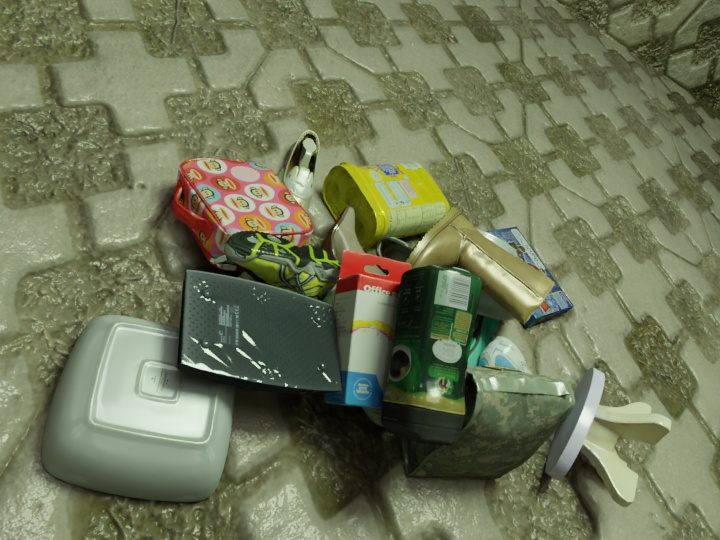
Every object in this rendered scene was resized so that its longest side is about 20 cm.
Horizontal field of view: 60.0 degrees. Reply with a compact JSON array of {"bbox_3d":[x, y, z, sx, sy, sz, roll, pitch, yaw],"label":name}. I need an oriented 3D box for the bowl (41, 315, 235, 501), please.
[{"bbox_3d":[-0.231,0.141,0.693,0.198,0.075,0.202,17,47,-21],"label":"bowl"}]

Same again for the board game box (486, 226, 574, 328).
[{"bbox_3d":[0.312,0.007,1.211,0.134,0.035,0.201,-9,60,-40],"label":"board game box"}]

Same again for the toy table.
[{"bbox_3d":[0.371,0.254,0.949,0.116,0.185,0.201,27,59,12],"label":"toy table"}]

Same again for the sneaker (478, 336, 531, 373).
[{"bbox_3d":[0.249,0.185,0.976,0.200,0.073,0.072,47,-8,-26],"label":"sneaker"}]

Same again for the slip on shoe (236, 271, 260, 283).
[{"bbox_3d":[-0.102,0.088,0.842,0.200,0.074,0.061,43,85,-8],"label":"slip on shoe"}]

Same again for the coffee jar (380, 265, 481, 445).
[{"bbox_3d":[0.083,0.101,0.739,0.084,0.104,0.202,14,78,-21],"label":"coffee jar"}]

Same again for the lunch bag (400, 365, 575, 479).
[{"bbox_3d":[0.163,0.189,0.827,0.162,0.200,0.119,10,49,-26],"label":"lunch bag"}]

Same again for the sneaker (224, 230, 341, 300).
[{"bbox_3d":[-0.100,0.004,0.824,0.199,0.077,0.075,18,17,-48],"label":"sneaker"}]

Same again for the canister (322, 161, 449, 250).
[{"bbox_3d":[0.051,-0.123,1.109,0.199,0.087,0.149,-13,62,-42],"label":"canister"}]

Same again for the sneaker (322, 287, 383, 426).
[{"bbox_3d":[-0.001,0.120,0.876,0.073,0.082,0.202,-18,89,-27],"label":"sneaker"}]

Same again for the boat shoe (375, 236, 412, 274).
[{"bbox_3d":[0.094,0.015,0.988,0.200,0.074,0.060,51,11,36],"label":"boat shoe"}]

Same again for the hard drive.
[{"bbox_3d":[-0.119,0.080,0.739,0.198,0.042,0.136,16,48,-30],"label":"hard drive"}]

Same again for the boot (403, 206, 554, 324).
[{"bbox_3d":[0.175,0.009,0.935,0.200,0.066,0.175,40,59,8],"label":"boot"}]

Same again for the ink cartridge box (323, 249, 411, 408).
[{"bbox_3d":[0.026,0.076,0.810,0.115,0.067,0.203,11,78,-26],"label":"ink cartridge box"}]

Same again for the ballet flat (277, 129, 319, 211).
[{"bbox_3d":[-0.105,-0.168,1.057,0.067,0.062,0.202,20,45,-19],"label":"ballet flat"}]

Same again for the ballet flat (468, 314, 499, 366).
[{"bbox_3d":[0.183,0.129,0.997,0.070,0.067,0.200,46,43,-9],"label":"ballet flat"}]

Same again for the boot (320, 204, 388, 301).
[{"bbox_3d":[0.000,0.000,0.976,0.145,0.070,0.201,30,52,-5],"label":"boot"}]

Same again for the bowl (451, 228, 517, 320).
[{"bbox_3d":[0.204,-0.009,1.061,0.199,0.091,0.202,20,22,-8],"label":"bowl"}]

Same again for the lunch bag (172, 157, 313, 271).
[{"bbox_3d":[-0.181,-0.084,0.892,0.175,0.082,0.200,-5,42,-38],"label":"lunch bag"}]
